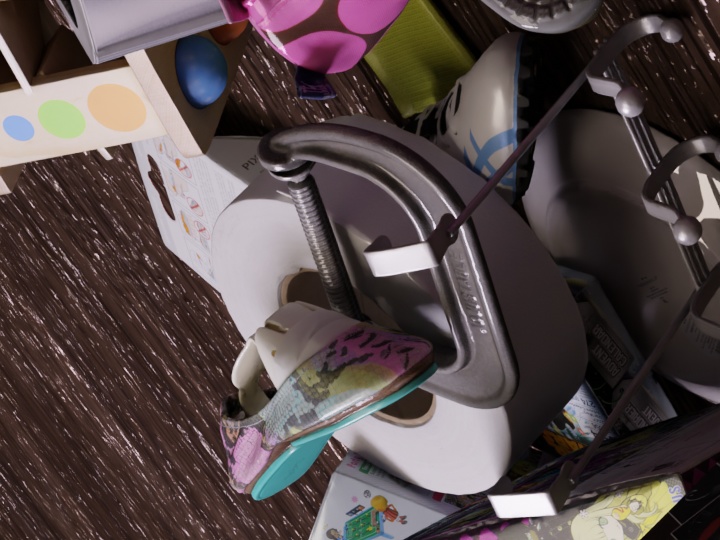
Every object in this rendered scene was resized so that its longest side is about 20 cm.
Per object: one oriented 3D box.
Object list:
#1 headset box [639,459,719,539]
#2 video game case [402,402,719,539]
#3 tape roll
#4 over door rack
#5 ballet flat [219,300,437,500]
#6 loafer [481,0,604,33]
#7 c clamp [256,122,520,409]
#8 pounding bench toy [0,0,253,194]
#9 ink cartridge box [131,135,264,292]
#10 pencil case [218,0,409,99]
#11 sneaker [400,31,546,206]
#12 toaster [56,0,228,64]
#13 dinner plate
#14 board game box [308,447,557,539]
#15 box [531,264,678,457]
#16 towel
[{"bbox_3d":[0.227,0.115,1.037,0.149,0.200,0.075,46,-179,-10],"label":"headset box"},{"bbox_3d":[0.129,0.106,1.196,0.181,0.200,0.036,-20,90,35],"label":"video game case"},{"bbox_3d":[0.018,0.019,1.287,0.202,0.071,0.203,34,150,22],"label":"tape roll"},{"bbox_3d":[0.111,-0.003,1.108,0.066,0.200,0.148,1,125,49],"label":"over door rack"},{"bbox_3d":[-0.029,0.056,1.219,0.071,0.069,0.200,58,152,5],"label":"ballet flat"},{"bbox_3d":[0.039,-0.172,1.120,0.200,0.075,0.070,50,-172,22],"label":"loafer"},{"bbox_3d":[0.000,0.000,1.183,0.170,0.027,0.201,26,147,33],"label":"c clamp"},{"bbox_3d":[-0.140,-0.164,1.385,0.155,0.201,0.125,-9,131,23],"label":"pounding bench toy"},{"bbox_3d":[-0.061,-0.027,1.556,0.200,0.047,0.161,37,155,33],"label":"ink cartridge box"},{"bbox_3d":[0.030,-0.163,1.022,0.200,0.093,0.091,-40,67,27],"label":"pencil case"},{"bbox_3d":[0.051,-0.062,1.268,0.072,0.072,0.200,13,156,-5],"label":"sneaker"},{"bbox_3d":[-0.106,-0.210,1.152,0.200,0.118,0.182,-124,15,-52],"label":"toaster"},{"bbox_3d":[0.153,0.002,1.275,0.200,0.024,0.201,36,154,20],"label":"dinner plate"},{"bbox_3d":[0.082,0.150,1.392,0.199,0.148,0.065,22,107,6],"label":"board game box"},{"bbox_3d":[0.090,0.045,1.388,0.200,0.040,0.137,20,149,56],"label":"box"},{"bbox_3d":[-0.013,-0.166,1.289,0.200,0.018,0.086,52,156,-13],"label":"towel"}]
